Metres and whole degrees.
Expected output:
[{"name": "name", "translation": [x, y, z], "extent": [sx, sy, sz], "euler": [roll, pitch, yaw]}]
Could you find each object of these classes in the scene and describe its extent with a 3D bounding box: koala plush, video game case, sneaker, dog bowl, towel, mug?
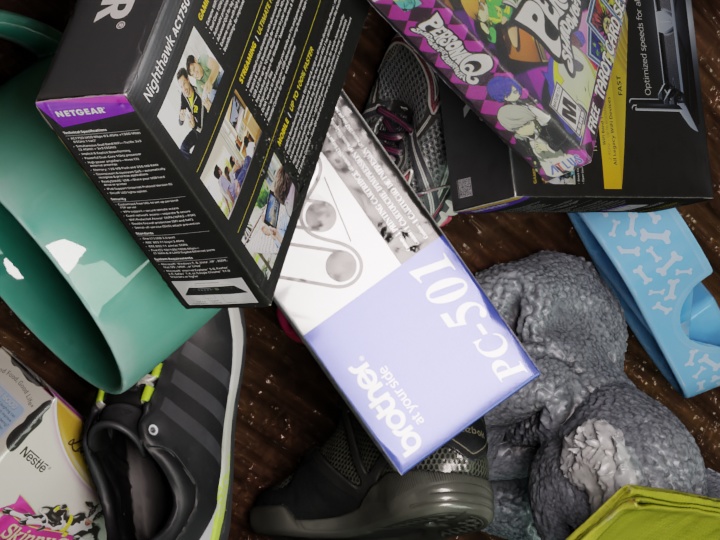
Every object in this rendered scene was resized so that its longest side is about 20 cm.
[{"name": "koala plush", "translation": [0.131, 0.103, 1.543], "extent": [0.177, 0.200, 0.184], "euler": [26, 98, -46]}, {"name": "video game case", "translation": [0.067, -0.175, 1.291], "extent": [0.181, 0.036, 0.201], "euler": [43, 44, -29]}, {"name": "sneaker", "translation": [-0.105, 0.068, 1.347], "extent": [0.083, 0.071, 0.201], "euler": [9, 75, -65]}, {"name": "dog bowl", "translation": [0.180, 0.003, 1.595], "extent": [0.049, 0.112, 0.200], "euler": [-33, 136, -1]}, {"name": "towel", "translation": [0.186, 0.164, 1.482], "extent": [0.200, 0.018, 0.086], "euler": [15, 125, -47]}, {"name": "sneaker", "translation": [0.007, 0.102, 1.486], "extent": [0.076, 0.199, 0.115], "euler": [14, 69, -29]}, {"name": "mug", "translation": [-0.128, -0.044, 1.259], "extent": [0.114, 0.152, 0.185], "euler": [-40, 135, -18]}, {"name": "sneaker", "translation": [0.013, -0.041, 1.436], "extent": [0.074, 0.081, 0.201], "euler": [-4, 119, -37]}]

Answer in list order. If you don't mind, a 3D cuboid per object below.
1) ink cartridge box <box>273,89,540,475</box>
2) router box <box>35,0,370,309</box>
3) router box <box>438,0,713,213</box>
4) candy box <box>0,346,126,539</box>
[{"name": "ink cartridge box", "translation": [0.000, 0.000, 1.377], "extent": [0.094, 0.044, 0.200], "euler": [-36, 91, -4]}, {"name": "router box", "translation": [-0.063, -0.106, 1.172], "extent": [0.149, 0.051, 0.201], "euler": [58, 40, -45]}, {"name": "router box", "translation": [0.112, -0.132, 1.411], "extent": [0.157, 0.052, 0.201], "euler": [0, 82, -41]}, {"name": "candy box", "translation": [-0.209, 0.158, 1.385], "extent": [0.200, 0.061, 0.136], "euler": [-48, 138, -6]}]
